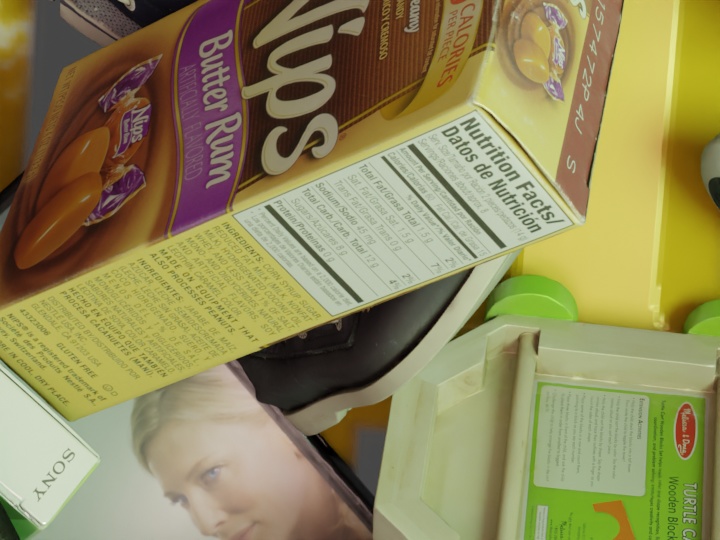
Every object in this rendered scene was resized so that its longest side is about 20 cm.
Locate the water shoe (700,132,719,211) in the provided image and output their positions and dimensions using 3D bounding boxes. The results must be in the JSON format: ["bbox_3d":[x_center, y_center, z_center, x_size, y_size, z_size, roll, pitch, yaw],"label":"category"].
[{"bbox_3d":[0.212,-0.025,0.915,0.199,0.072,0.079,18,78,-1],"label":"water shoe"}]

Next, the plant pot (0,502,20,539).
[{"bbox_3d":[-0.213,0.098,0.790,0.177,0.199,0.200,43,58,-25],"label":"plant pot"}]

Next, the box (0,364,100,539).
[{"bbox_3d":[-0.178,0.051,0.896,0.144,0.200,0.036,43,60,-7],"label":"box"}]

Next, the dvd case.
[{"bbox_3d":[-0.092,0.075,0.976,0.143,0.018,0.200,-41,92,11],"label":"dvd case"}]

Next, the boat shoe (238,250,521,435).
[{"bbox_3d":[0.000,0.000,0.874,0.063,0.200,0.073,42,65,-4],"label":"boat shoe"}]

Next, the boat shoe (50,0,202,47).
[{"bbox_3d":[-0.014,-0.082,0.897,0.199,0.093,0.075,23,71,2],"label":"boat shoe"}]

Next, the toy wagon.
[{"bbox_3d":[0.106,0.073,0.893,0.198,0.156,0.040,7,133,4],"label":"toy wagon"}]

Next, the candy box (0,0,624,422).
[{"bbox_3d":[-0.018,-0.040,0.817,0.199,0.117,0.056,-21,128,33],"label":"candy box"}]
